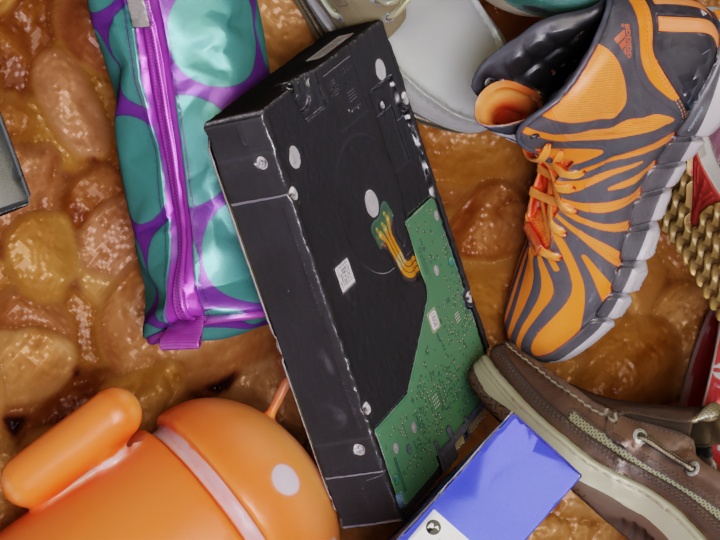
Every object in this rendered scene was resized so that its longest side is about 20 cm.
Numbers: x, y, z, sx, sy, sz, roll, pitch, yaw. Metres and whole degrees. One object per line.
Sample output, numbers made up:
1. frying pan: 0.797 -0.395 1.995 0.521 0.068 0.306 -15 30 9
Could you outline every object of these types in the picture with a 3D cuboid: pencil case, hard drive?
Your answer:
1. pencil case: -0.079 -0.068 1.226 0.085 0.092 0.201 -10 93 22
2. hard drive: 0.000 0.000 1.221 0.140 0.038 0.201 -45 119 -57

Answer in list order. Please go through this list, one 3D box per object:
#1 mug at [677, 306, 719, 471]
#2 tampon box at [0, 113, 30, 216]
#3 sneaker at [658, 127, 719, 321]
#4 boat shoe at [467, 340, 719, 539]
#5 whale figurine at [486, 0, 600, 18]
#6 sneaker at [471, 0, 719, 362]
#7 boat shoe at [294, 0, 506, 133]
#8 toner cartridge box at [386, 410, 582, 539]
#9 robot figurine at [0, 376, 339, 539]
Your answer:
1. mug: 0.258 0.083 1.311 0.199 0.178 0.134 14 104 1
2. tampon box: -0.269 -0.062 1.152 0.199 0.126 0.150 -21 95 -17
3. sneaker: 0.195 -0.042 1.285 0.090 0.075 0.200 -5 52 -20
4. boat shoe: 0.141 0.091 1.225 0.202 0.075 0.075 41 90 21
5. whale figurine: 0.133 -0.178 1.253 0.199 0.104 0.160 10 87 -31
6. sneaker: 0.090 -0.048 1.248 0.112 0.078 0.200 7 119 -33
7. boat shoe: 0.006 -0.142 1.267 0.200 0.068 0.075 44 75 -13
8. toner cartridge box: 0.038 0.125 1.200 0.043 0.200 0.095 43 77 4
9. robot figurine: -0.094 0.135 1.205 0.200 0.117 0.144 -36 74 -14
